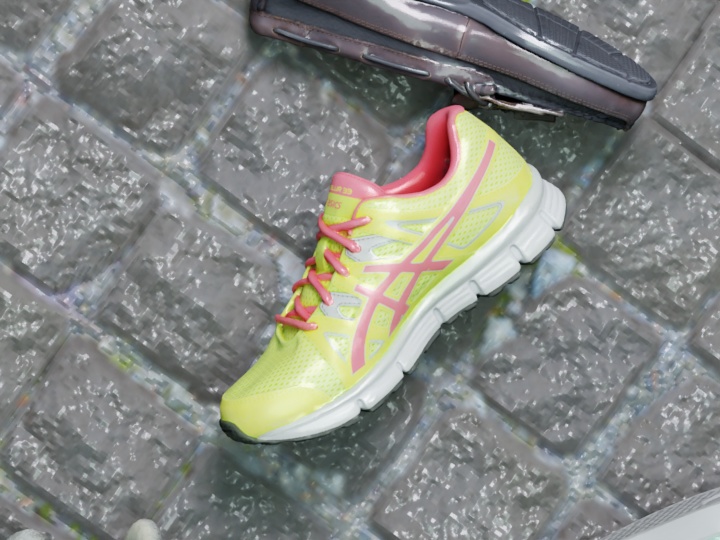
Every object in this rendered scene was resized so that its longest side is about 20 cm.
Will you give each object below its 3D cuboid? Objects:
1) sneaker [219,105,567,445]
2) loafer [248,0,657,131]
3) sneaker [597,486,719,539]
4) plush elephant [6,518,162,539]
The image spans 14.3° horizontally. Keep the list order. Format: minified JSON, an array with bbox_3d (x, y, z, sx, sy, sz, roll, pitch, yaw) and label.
[{"bbox_3d":[0.000,0.000,1.349,0.200,0.078,0.090,-43,113,-16],"label":"sneaker"},{"bbox_3d":[0.042,-0.108,1.372,0.199,0.072,0.063,24,107,-2],"label":"loafer"},{"bbox_3d":[0.158,0.177,1.381,0.200,0.074,0.119,-25,88,3],"label":"sneaker"},{"bbox_3d":[-0.150,0.184,1.301,0.155,0.165,0.200,-47,126,9],"label":"plush elephant"}]
